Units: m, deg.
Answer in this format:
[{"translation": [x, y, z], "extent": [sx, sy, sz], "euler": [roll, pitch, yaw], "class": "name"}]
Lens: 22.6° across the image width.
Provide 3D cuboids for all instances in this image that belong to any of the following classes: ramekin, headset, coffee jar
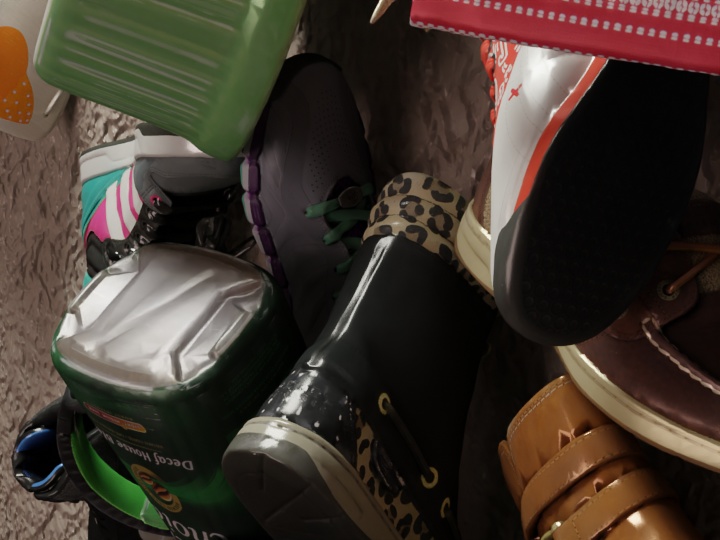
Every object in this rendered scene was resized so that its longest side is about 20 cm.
[{"translation": [-0.075, -0.157, 0.796], "extent": [0.200, 0.097, 0.201], "euler": [-164, 90, -78], "class": "ramekin"}, {"translation": [-0.088, 0.062, 0.906], "extent": [0.094, 0.123, 0.201], "euler": [-83, 6, -57], "class": "headset"}, {"translation": [-0.052, 0.087, 0.812], "extent": [0.104, 0.085, 0.201], "euler": [14, 143, 39], "class": "coffee jar"}]

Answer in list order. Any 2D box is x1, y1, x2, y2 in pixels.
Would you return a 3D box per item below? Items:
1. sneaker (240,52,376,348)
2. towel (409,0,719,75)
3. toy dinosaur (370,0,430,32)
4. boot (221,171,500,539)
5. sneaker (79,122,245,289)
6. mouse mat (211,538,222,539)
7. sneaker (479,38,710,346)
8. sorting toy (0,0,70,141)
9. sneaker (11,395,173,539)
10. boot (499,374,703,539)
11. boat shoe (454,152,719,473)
[{"translation": [0.000, 0.000, 0.835], "extent": [0.087, 0.074, 0.201], "euler": [23, 127, 42], "class": "sneaker"}, {"translation": [0.098, -0.167, 0.579], "extent": [0.144, 0.022, 0.201], "euler": [12, 95, 21], "class": "towel"}, {"translation": [0.029, -0.146, 0.728], "extent": [0.200, 0.058, 0.102], "euler": [-99, 11, -78], "class": "toy dinosaur"}, {"translation": [0.030, 0.073, 0.774], "extent": [0.073, 0.154, 0.204], "euler": [8, 148, 33], "class": "boot"}, {"translation": [-0.099, -0.013, 0.957], "extent": [0.200, 0.083, 0.122], "euler": [170, 96, -65], "class": "sneaker"}, {"translation": [0.022, 0.172, 0.714], "extent": [0.161, 0.008, 0.200], "euler": [52, 156, -14], "class": "mouse mat"}, {"translation": [0.071, -0.073, 0.657], "extent": [0.108, 0.067, 0.203], "euler": [6, 78, 59], "class": "sneaker"}, {"translation": [-0.241, -0.217, 1.145], "extent": [0.200, 0.106, 0.181], "euler": [50, 117, 39], "class": "sorting toy"}, {"translation": [-0.158, 0.119, 1.055], "extent": [0.073, 0.111, 0.200], "euler": [63, 143, 27], "class": "sneaker"}, {"translation": [0.111, 0.106, 0.656], "extent": [0.200, 0.076, 0.156], "euler": [113, 145, -63], "class": "boot"}, {"translation": [0.108, 0.004, 0.657], "extent": [0.200, 0.072, 0.072], "euler": [45, 130, 46], "class": "boat shoe"}]
